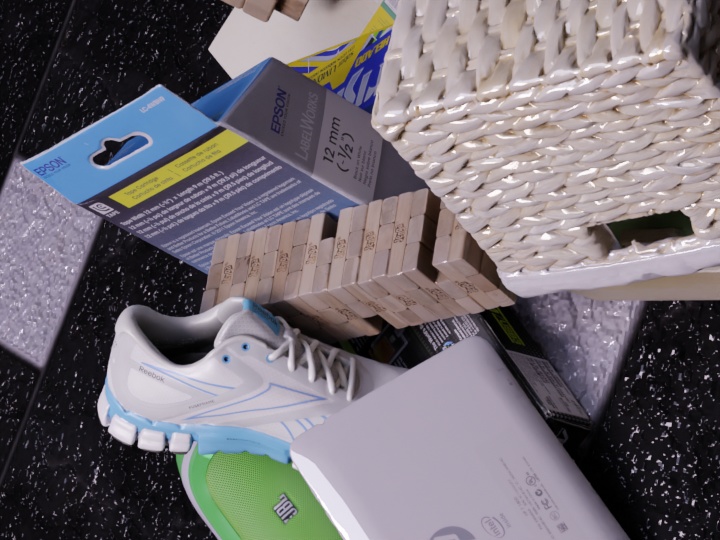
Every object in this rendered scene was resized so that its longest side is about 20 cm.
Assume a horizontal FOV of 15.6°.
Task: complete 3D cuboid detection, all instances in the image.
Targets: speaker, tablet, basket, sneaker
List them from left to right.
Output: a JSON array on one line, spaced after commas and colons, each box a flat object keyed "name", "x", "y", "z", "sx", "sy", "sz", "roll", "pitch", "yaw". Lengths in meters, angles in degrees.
[{"name": "sneaker", "x": -0.045, "y": 0.057, "z": 1.438, "sx": 0.075, "sy": 0.199, "sz": 0.087, "roll": -89, "pitch": 4, "yaw": -54}, {"name": "speaker", "x": -0.025, "y": 0.150, "z": 1.459, "sx": 0.089, "sy": 0.088, "sz": 0.200, "roll": -57, "pitch": 46, "yaw": 16}, {"name": "tablet", "x": 0.066, "y": 0.140, "z": 1.384, "sx": 0.130, "sy": 0.014, "sz": 0.200, "roll": -29, "pitch": 68, "yaw": -16}, {"name": "basket", "x": 0.136, "y": -0.120, "z": 1.303, "sx": 0.197, "sy": 0.161, "sz": 0.201, "roll": -11, "pitch": 50, "yaw": 35}]

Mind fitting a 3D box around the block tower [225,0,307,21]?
[{"name": "block tower", "x": -0.021, "y": -0.249, "z": 1.621, "sx": 0.201, "sy": 0.054, "sz": 0.058, "roll": -64, "pitch": 4, "yaw": -16}]

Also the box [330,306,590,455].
[{"name": "box", "x": 0.019, "y": 0.089, "z": 1.525, "sx": 0.194, "sy": 0.047, "sz": 0.200, "roll": -54, "pitch": 47, "yaw": 21}]

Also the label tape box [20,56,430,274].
[{"name": "label tape box", "x": -0.070, "y": -0.058, "z": 1.486, "sx": 0.143, "sy": 0.199, "sz": 0.066, "roll": -25, "pitch": 44, "yaw": 46}]

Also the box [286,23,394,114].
[{"name": "box", "x": 0.005, "y": -0.093, "z": 1.541, "sx": 0.199, "sy": 0.070, "sz": 0.065, "roll": -17, "pitch": 60, "yaw": 40}]

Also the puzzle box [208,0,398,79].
[{"name": "puzzle box", "x": -0.011, "y": -0.137, "z": 1.644, "sx": 0.133, "sy": 0.025, "sz": 0.200, "roll": -55, "pitch": 46, "yaw": 17}]

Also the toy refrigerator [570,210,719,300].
[{"name": "toy refrigerator", "x": 0.183, "y": -0.028, "z": 1.377, "sx": 0.199, "sy": 0.070, "sz": 0.076, "roll": 0, "pitch": 76, "yaw": 45}]

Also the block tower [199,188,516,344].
[{"name": "block tower", "x": 0.000, "y": 0.000, "z": 1.447, "sx": 0.199, "sy": 0.058, "sz": 0.054, "roll": -15, "pitch": 52, "yaw": 35}]
